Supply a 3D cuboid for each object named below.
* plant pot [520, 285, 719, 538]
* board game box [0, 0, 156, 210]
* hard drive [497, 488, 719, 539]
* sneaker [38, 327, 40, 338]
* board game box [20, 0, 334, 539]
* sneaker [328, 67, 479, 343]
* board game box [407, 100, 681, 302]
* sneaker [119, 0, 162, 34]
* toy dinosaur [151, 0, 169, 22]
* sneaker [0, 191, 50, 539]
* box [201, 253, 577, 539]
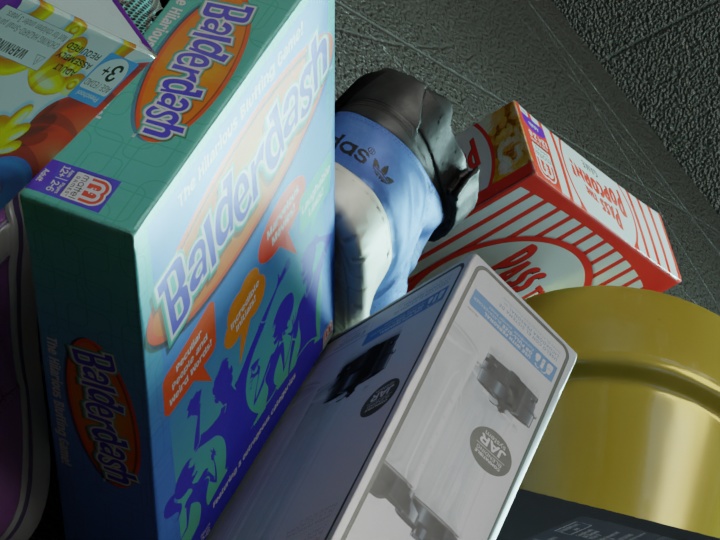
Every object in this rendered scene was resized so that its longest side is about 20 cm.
[{"bbox_3d":[0.117,0.140,1.217,0.201,0.200,0.189,44,29,-18],"label":"plant pot"},{"bbox_3d":[-0.179,-0.043,0.748,0.105,0.200,0.103,54,15,24],"label":"board game box"},{"bbox_3d":[0.080,0.123,1.045,0.199,0.033,0.139,12,9,25],"label":"hard drive"},{"bbox_3d":[-0.080,0.005,1.047,0.076,0.091,0.200,23,24,16],"label":"sneaker"},{"bbox_3d":[-0.059,0.000,0.894,0.045,0.201,0.152,19,50,17],"label":"board game box"},{"bbox_3d":[0.001,0.000,1.069,0.076,0.111,0.201,24,-38,18],"label":"sneaker"},{"bbox_3d":[0.040,0.007,1.270,0.151,0.199,0.047,31,36,-48],"label":"board game box"},{"bbox_3d":[-0.133,-0.115,1.381,0.091,0.078,0.200,24,20,-24],"label":"sneaker"},{"bbox_3d":[-0.107,-0.079,1.222,0.199,0.136,0.103,7,77,-24],"label":"toy dinosaur"},{"bbox_3d":[-0.168,-0.003,0.858,0.114,0.072,0.202,14,57,-56],"label":"sneaker"},{"bbox_3d":[-0.005,0.096,0.924,0.060,0.116,0.200,44,45,-16],"label":"box"}]
